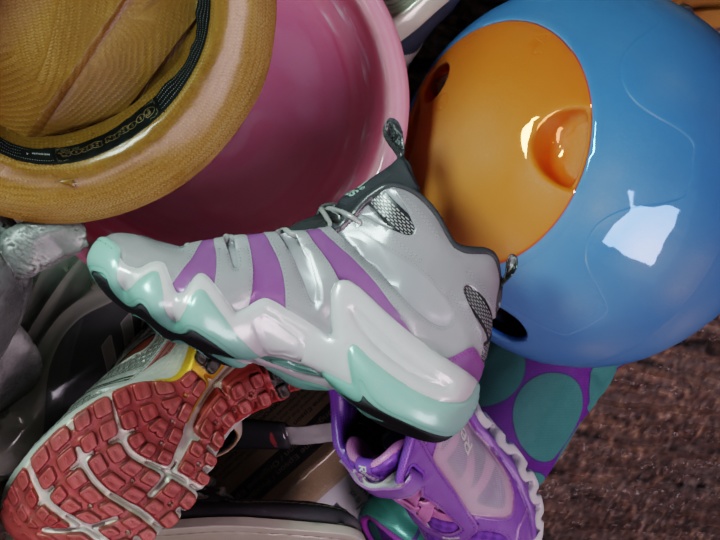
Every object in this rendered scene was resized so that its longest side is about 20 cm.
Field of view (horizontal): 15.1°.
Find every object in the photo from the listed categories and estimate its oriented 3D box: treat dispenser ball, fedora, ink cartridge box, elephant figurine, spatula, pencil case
[{"bbox_3d":[0.119,-0.050,1.427,0.200,0.201,0.202,-18,129,-23],"label":"treat dispenser ball"},{"bbox_3d":[-0.137,-0.123,1.275,0.200,0.082,0.201,-3,112,-7],"label":"fedora"},{"bbox_3d":[-0.022,0.166,1.616,0.165,0.075,0.200,-43,135,-2],"label":"ink cartridge box"},{"bbox_3d":[-0.225,0.053,1.360,0.141,0.155,0.201,-24,129,-29],"label":"elephant figurine"},{"bbox_3d":[-0.024,0.087,1.502,0.021,0.199,0.057,-58,137,-49],"label":"spatula"},{"bbox_3d":[0.081,0.092,1.544,0.092,0.085,0.200,47,68,-32],"label":"pencil case"}]

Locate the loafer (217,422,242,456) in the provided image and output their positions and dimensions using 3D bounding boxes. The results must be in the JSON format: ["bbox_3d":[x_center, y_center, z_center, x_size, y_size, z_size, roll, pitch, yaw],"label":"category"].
[{"bbox_3d":[-0.096,0.091,1.465,0.200,0.063,0.072,-46,161,-38],"label":"loafer"}]

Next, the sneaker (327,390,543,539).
[{"bbox_3d":[0.029,0.094,1.404,0.089,0.080,0.201,-52,130,-44],"label":"sneaker"}]

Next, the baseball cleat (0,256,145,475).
[{"bbox_3d":[-0.140,0.026,1.454,0.200,0.070,0.106,-50,148,13],"label":"baseball cleat"}]

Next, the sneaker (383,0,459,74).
[{"bbox_3d":[0.002,-0.109,1.442,0.200,0.075,0.084,-44,141,10],"label":"sneaker"}]

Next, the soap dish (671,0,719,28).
[{"bbox_3d":[0.224,-0.209,1.508,0.199,0.081,0.158,-8,125,-31],"label":"soap dish"}]

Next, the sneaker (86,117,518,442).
[{"bbox_3d":[-0.021,-0.014,1.315,0.199,0.078,0.140,23,80,-6],"label":"sneaker"}]

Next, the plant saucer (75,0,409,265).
[{"bbox_3d":[-0.077,-0.084,1.360,0.200,0.051,0.202,0,93,-7],"label":"plant saucer"}]

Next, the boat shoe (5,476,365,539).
[{"bbox_3d":[-0.095,0.133,1.495,0.199,0.063,0.073,-1,144,4],"label":"boat shoe"}]

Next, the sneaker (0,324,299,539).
[{"bbox_3d":[-0.102,0.074,1.395,0.200,0.082,0.078,-38,107,-19],"label":"sneaker"}]
